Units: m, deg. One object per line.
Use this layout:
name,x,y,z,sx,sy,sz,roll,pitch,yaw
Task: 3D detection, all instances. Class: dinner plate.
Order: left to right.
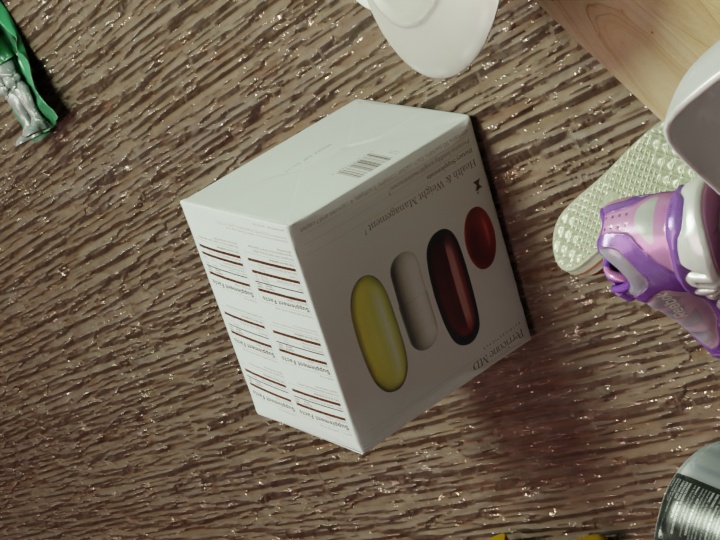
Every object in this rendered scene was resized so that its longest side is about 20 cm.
dinner plate,0.031,-0.216,1.136,0.200,0.024,0.201,33,127,57

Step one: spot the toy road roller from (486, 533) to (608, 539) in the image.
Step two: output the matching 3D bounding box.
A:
toy road roller,0.167,0.286,1.586,0.123,0.146,0.200,59,-173,-3

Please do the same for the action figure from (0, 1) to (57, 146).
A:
action figure,-0.386,-0.231,1.959,0.200,0.055,0.118,63,153,-1

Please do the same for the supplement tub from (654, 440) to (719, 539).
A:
supplement tub,0.308,0.198,1.260,0.200,0.122,0.123,19,133,47

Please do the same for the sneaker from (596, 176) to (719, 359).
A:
sneaker,0.204,0.001,1.193,0.088,0.081,0.200,-4,154,22

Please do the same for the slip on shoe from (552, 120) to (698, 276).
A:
slip on shoe,0.209,-0.051,1.246,0.200,0.061,0.074,-40,49,49

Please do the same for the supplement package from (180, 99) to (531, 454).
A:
supplement package,0.000,0.000,1.461,0.147,0.191,0.200,15,131,50

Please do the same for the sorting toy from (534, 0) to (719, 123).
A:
sorting toy,0.207,-0.189,1.103,0.200,0.070,0.199,47,148,19

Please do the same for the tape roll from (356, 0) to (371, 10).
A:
tape roll,0.036,-0.271,1.216,0.202,0.071,0.203,38,133,56

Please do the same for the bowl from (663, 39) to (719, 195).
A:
bowl,0.288,-0.089,0.995,0.200,0.075,0.200,35,141,-23
